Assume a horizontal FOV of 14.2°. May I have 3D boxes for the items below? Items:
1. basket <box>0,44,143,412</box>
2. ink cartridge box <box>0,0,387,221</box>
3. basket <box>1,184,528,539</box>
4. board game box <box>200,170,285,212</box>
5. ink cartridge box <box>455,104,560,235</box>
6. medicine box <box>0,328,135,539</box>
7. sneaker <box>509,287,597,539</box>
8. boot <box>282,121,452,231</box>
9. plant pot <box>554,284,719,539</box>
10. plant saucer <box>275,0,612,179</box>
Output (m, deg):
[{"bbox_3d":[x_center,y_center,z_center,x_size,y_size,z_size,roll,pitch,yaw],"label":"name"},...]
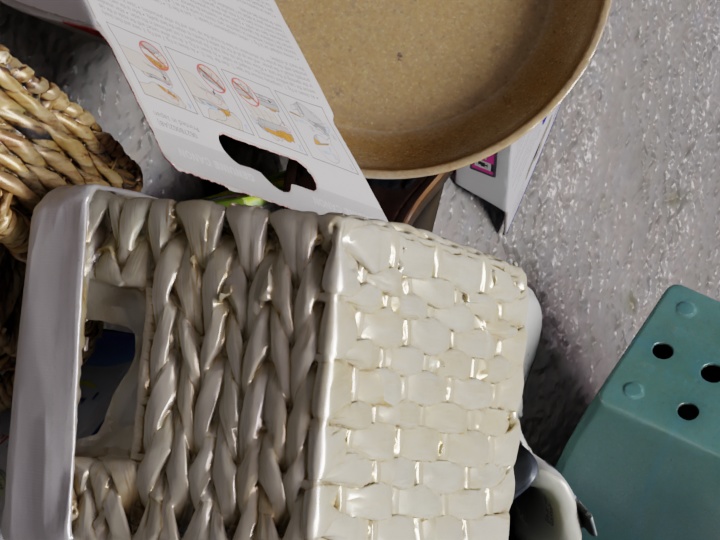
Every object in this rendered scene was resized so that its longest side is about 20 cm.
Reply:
[{"bbox_3d":[-0.184,-0.009,1.057,0.200,0.142,0.150,37,67,-50],"label":"basket"},{"bbox_3d":[-0.081,-0.090,1.162,0.161,0.050,0.201,18,41,-54],"label":"ink cartridge box"},{"bbox_3d":[-0.028,0.047,1.078,0.200,0.123,0.136,13,81,-64],"label":"basket"},{"bbox_3d":[-0.025,0.058,1.327,0.101,0.047,0.201,-21,102,-57],"label":"board game box"},{"bbox_3d":[0.080,-0.100,1.450,0.200,0.037,0.095,83,28,-67],"label":"ink cartridge box"},{"bbox_3d":[-0.127,0.154,1.178,0.200,0.103,0.183,-53,128,-30],"label":"medicine box"},{"bbox_3d":[0.075,0.093,1.441,0.199,0.129,0.080,-55,137,-32],"label":"sneaker"},{"bbox_3d":[0.000,0.000,1.294,0.200,0.074,0.097,-68,162,-51],"label":"boot"},{"bbox_3d":[0.174,0.114,1.517,0.141,0.141,0.201,-52,156,-34],"label":"plant pot"},{"bbox_3d":[0.014,-0.136,1.289,0.035,0.199,0.201,78,26,-81],"label":"plant saucer"}]
